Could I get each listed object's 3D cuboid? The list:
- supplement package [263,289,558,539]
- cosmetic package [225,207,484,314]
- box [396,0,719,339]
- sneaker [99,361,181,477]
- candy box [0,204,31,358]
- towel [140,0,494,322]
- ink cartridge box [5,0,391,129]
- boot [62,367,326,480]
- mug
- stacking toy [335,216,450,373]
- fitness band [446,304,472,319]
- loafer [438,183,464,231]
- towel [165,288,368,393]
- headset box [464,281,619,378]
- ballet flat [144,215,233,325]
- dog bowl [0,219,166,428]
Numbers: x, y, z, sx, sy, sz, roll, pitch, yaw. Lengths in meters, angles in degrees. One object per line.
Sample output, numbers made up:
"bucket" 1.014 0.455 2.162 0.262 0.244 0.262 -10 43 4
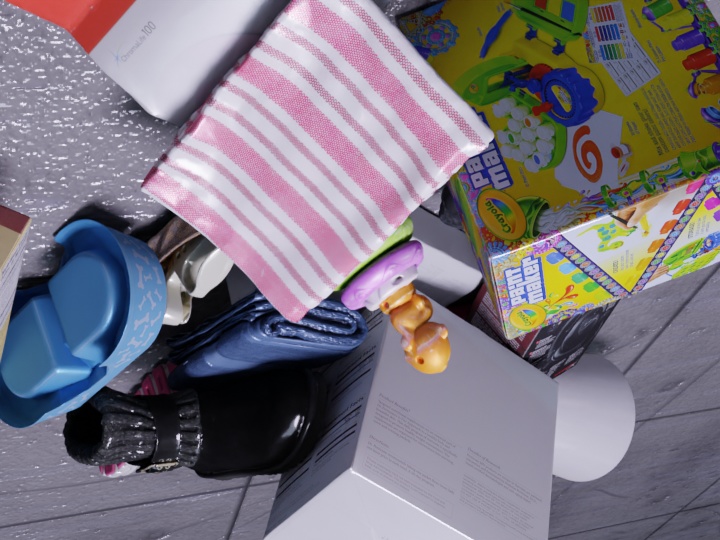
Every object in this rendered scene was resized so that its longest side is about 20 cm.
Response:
"supplement package" 0.049 0.160 0.870 0.190 0.202 0.147 32 133 -15
"cosmetic package" 0.000 0.000 0.900 0.150 0.052 0.199 -36 145 24
"box" 0.148 -0.095 0.687 0.189 0.203 0.122 -19 150 3
"sneaker" -0.182 0.149 1.020 0.087 0.075 0.199 10 140 -44
"candy box" -0.310 0.018 0.720 0.114 0.056 0.201 23 138 -9
"towel" -0.032 -0.069 0.630 0.146 0.030 0.200 41 122 -11
"ink cartridge box" -0.099 -0.164 0.598 0.162 0.058 0.198 -38 149 29
"boot" -0.141 0.124 0.842 0.156 0.081 0.210 21 145 -34
"mug" 0.202 0.171 1.180 0.152 0.151 0.186 15 135 -41
"stacking toy" 0.003 -0.015 0.715 0.116 0.201 0.109 -41 170 38
"fitness band" 0.078 0.091 1.102 0.196 0.038 0.145 -8 144 -19
"loafer" 0.159 -0.071 0.868 0.197 0.069 0.070 -10 167 -19
"towel" -0.085 0.063 0.867 0.110 0.049 0.199 11 155 -30
"headset box" 0.176 0.033 0.966 0.147 0.077 0.202 -24 149 -35
"ballet flat" -0.146 0.001 0.809 0.067 0.068 0.200 12 138 -40
"dog bowl" -0.226 0.044 0.800 0.199 0.113 0.049 -38 156 29
